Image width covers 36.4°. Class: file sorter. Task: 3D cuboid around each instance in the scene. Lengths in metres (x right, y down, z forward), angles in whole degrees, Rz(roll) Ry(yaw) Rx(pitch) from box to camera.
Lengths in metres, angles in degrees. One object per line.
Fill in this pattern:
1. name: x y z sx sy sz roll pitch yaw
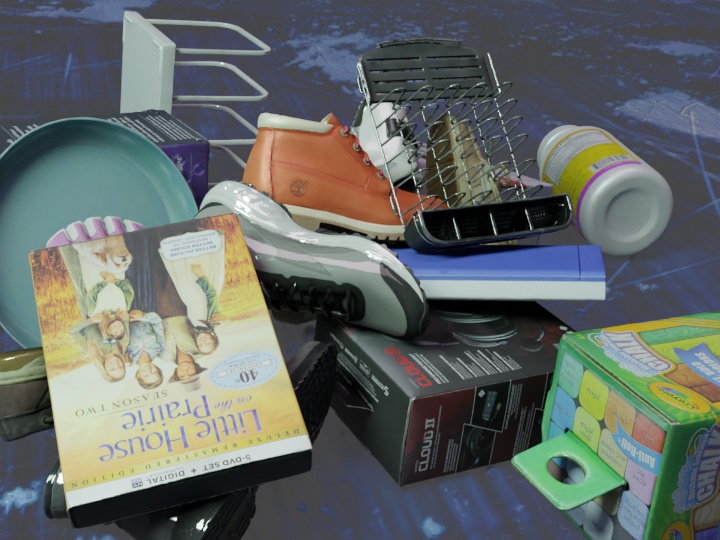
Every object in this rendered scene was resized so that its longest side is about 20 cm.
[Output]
1. file sorter: -0.174 -0.154 1.141 0.124 0.201 0.139 -5 27 -27

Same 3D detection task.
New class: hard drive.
1. hard drive: 0.095 0.000 0.888 0.199 0.025 0.132 1 11 11

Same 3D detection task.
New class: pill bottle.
1. pill bottle: 0.266 -0.100 1.237 0.104 0.105 0.200 1 25 -11

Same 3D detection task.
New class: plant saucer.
1. plant saucer: -0.216 -0.020 0.870 0.200 0.201 0.027 -16 7 -40

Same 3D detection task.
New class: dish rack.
1. dish rack: 0.082 -0.113 0.930 0.153 0.201 0.055 -8 -15 -30

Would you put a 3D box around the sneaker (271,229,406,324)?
1. sneaker: 0.000 0.000 1.000 0.089 0.067 0.200 10 21 21

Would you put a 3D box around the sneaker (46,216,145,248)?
1. sneaker: -0.154 0.016 0.847 0.200 0.089 0.081 4 46 -40

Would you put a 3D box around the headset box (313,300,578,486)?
1. headset box: 0.065 0.079 0.835 0.199 0.078 0.149 -6 27 -28

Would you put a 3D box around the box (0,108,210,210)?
1. box: -0.243 -0.051 0.964 0.199 0.149 0.104 -12 29 -31

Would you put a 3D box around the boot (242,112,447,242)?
1. boot: -0.004 -0.077 0.935 0.199 0.108 0.075 7 -3 -25

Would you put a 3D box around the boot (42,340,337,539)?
1. boot: -0.108 0.098 0.724 0.131 0.070 0.200 17 39 23

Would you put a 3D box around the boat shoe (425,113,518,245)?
1. boat shoe: 0.108 -0.047 0.998 0.062 0.201 0.073 -11 -3 -19

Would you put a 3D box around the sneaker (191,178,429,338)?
1. sneaker: -0.043 0.007 0.798 0.199 0.074 0.079 23 52 16

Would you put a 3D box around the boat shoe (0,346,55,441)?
1. boat shoe: -0.186 0.084 0.784 0.072 0.066 0.201 -3 -3 30

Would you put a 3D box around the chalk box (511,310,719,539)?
1. chalk box: 0.201 0.114 0.732 0.199 0.124 0.124 -6 27 -25

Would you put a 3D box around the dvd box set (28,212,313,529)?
1. dvd box set: -0.125 0.054 0.691 0.146 0.029 0.200 -11 51 -13

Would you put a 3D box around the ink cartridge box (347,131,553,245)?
1. ink cartridge box: 0.075 -0.080 1.141 0.200 0.083 0.146 23 16 32

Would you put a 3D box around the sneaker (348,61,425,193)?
1. sneaker: 0.024 -0.111 1.048 0.088 0.074 0.201 21 60 0
